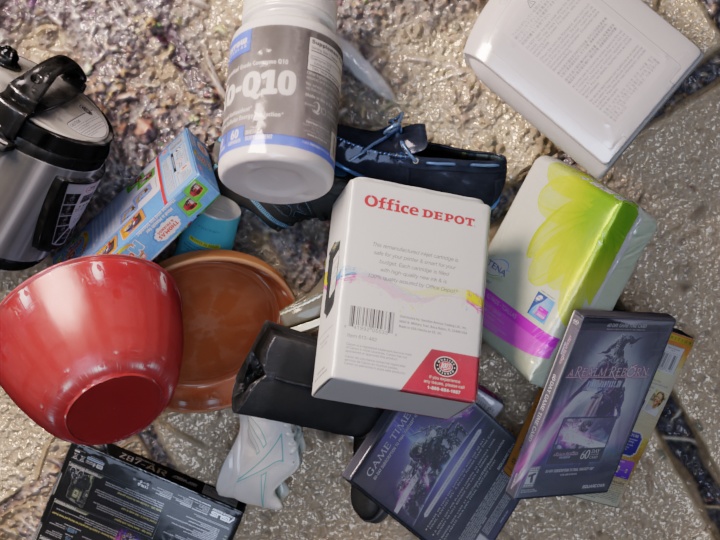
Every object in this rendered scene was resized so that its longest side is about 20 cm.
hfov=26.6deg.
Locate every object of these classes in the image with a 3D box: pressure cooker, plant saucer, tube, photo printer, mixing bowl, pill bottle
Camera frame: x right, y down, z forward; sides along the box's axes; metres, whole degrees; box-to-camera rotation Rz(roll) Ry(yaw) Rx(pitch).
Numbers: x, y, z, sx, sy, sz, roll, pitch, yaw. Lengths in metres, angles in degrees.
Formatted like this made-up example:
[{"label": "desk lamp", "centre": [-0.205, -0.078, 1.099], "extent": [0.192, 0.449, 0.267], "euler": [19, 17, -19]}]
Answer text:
[{"label": "pressure cooker", "centre": [-0.342, -0.123, 1.491], "extent": [0.178, 0.176, 0.201], "euler": [18, 114, -41]}, {"label": "plant saucer", "centre": [-0.160, 0.061, 1.562], "extent": [0.199, 0.032, 0.201], "euler": [-9, 128, -12]}, {"label": "tube", "centre": [-0.173, 0.017, 1.575], "extent": [0.077, 0.050, 0.201], "euler": [21, 119, 4]}, {"label": "photo printer", "centre": [0.213, -0.214, 1.506], "extent": [0.200, 0.069, 0.167], "euler": [40, 84, 6]}, {"label": "mixing bowl", "centre": [-0.247, 0.092, 1.442], "extent": [0.199, 0.109, 0.201], "euler": [-17, 139, -15]}, {"label": "pill bottle", "centre": [-0.075, -0.177, 1.486], "extent": [0.113, 0.114, 0.201], "euler": [3, 69, 1]}]

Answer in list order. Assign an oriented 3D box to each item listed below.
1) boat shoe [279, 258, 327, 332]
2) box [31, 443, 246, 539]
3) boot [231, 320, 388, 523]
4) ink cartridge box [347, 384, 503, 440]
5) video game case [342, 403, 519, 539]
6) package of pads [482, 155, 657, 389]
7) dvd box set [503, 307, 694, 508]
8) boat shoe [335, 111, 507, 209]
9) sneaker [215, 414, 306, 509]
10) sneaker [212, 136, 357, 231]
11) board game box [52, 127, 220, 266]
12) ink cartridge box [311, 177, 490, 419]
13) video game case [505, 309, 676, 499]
[{"label": "boat shoe", "centre": [-0.001, 0.000, 1.549], "extent": [0.201, 0.072, 0.061], "euler": [-29, 100, -14]}, {"label": "box", "centre": [-0.243, 0.285, 1.633], "extent": [0.199, 0.044, 0.161], "euler": [22, 99, -2]}, {"label": "boot", "centre": [-0.038, 0.154, 1.514], "extent": [0.199, 0.066, 0.166], "euler": [19, 89, -34]}, {"label": "ink cartridge box", "centre": [0.037, 0.135, 1.604], "extent": [0.199, 0.042, 0.120], "euler": [32, 99, -6]}, {"label": "video game case", "centre": [0.087, 0.201, 1.545], "extent": [0.200, 0.019, 0.143], "euler": [42, 76, -30]}, {"label": "package of pads", "centre": [0.192, -0.001, 1.523], "extent": [0.068, 0.154, 0.201], "euler": [21, 102, -34]}, {"label": "dvd box set", "centre": [0.247, 0.138, 1.573], "extent": [0.146, 0.029, 0.201], "euler": [17, 101, -30]}, {"label": "boat shoe", "centre": [0.053, -0.123, 1.547], "extent": [0.199, 0.084, 0.069], "euler": [14, 119, -14]}, {"label": "sneaker", "centre": [-0.089, 0.162, 1.576], "extent": [0.080, 0.070, 0.201], "euler": [22, 121, 10]}, {"label": "sneaker", "centre": [-0.058, -0.080, 1.565], "extent": [0.199, 0.073, 0.082], "euler": [17, 115, 5]}, {"label": "board game box", "centre": [-0.229, -0.043, 1.526], "extent": [0.200, 0.151, 0.037], "euler": [-42, 114, 7]}, {"label": "ink cartridge box", "centre": [0.040, 0.028, 1.463], "extent": [0.145, 0.083, 0.201], "euler": [11, 70, -12]}, {"label": "video game case", "centre": [0.228, 0.133, 1.508], "extent": [0.142, 0.019, 0.201], "euler": [3, 114, -41]}]
